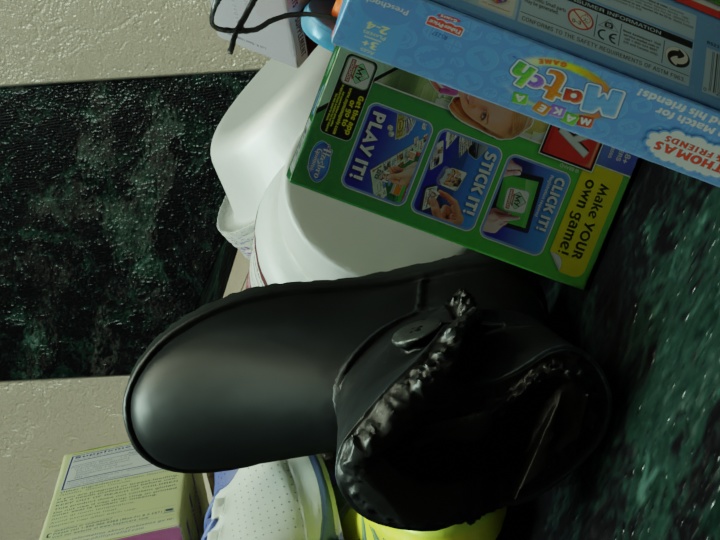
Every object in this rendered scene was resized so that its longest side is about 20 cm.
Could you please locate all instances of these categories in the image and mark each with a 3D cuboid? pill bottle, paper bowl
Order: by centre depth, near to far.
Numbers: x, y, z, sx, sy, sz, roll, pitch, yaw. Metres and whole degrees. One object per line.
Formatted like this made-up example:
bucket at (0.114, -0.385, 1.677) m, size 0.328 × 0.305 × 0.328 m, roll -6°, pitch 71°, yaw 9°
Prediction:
pill bottle at (0.000, 0.000, 0.896) m, size 0.200 × 0.114 × 0.114 m, roll 108°, pitch 179°, yaw -66°
paper bowl at (-0.017, -0.092, 1.137) m, size 0.201 × 0.104 × 0.201 m, roll -42°, pitch 16°, yaw 15°

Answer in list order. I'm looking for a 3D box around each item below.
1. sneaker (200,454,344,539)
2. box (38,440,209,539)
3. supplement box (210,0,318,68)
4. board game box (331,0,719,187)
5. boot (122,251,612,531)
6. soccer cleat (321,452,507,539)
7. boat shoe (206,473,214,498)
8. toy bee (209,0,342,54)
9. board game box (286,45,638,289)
sneaker at (-0.060, 0.151, 0.782) m, size 0.199 × 0.115 × 0.081 m, roll -111°, pitch 16°, yaw -45°
box at (-0.146, 0.226, 1.203) m, size 0.200 × 0.097 × 0.176 m, roll -103°, pitch 1°, yaw -76°
supplement box at (-0.011, -0.225, 1.018) m, size 0.200 × 0.061 × 0.109 m, roll -54°, pitch -25°, yaw -28°
board game box at (0.082, -0.131, 0.624) m, size 0.037 × 0.151 × 0.200 m, roll 118°, pitch 169°, yaw -50°
boot at (-0.007, 0.053, 0.712) m, size 0.168 × 0.200 × 0.076 m, roll -95°, pitch -10°, yaw -77°
soccer cleat at (0.025, 0.118, 0.794) m, size 0.200 × 0.065 × 0.084 m, roll 175°, pitch 85°, yaw -77°
boat shoe at (-0.064, 0.189, 1.167) m, size 0.200 × 0.072 × 0.068 m, roll -99°, pitch -5°, yaw -58°
toy bee at (0.017, -0.129, 0.951) m, size 0.200 × 0.109 × 0.131 m, roll -45°, pitch -18°, yaw -36°
board game box at (0.067, -0.108, 0.730) m, size 0.029 × 0.135 × 0.200 m, roll -108°, pitch 38°, yaw -78°
